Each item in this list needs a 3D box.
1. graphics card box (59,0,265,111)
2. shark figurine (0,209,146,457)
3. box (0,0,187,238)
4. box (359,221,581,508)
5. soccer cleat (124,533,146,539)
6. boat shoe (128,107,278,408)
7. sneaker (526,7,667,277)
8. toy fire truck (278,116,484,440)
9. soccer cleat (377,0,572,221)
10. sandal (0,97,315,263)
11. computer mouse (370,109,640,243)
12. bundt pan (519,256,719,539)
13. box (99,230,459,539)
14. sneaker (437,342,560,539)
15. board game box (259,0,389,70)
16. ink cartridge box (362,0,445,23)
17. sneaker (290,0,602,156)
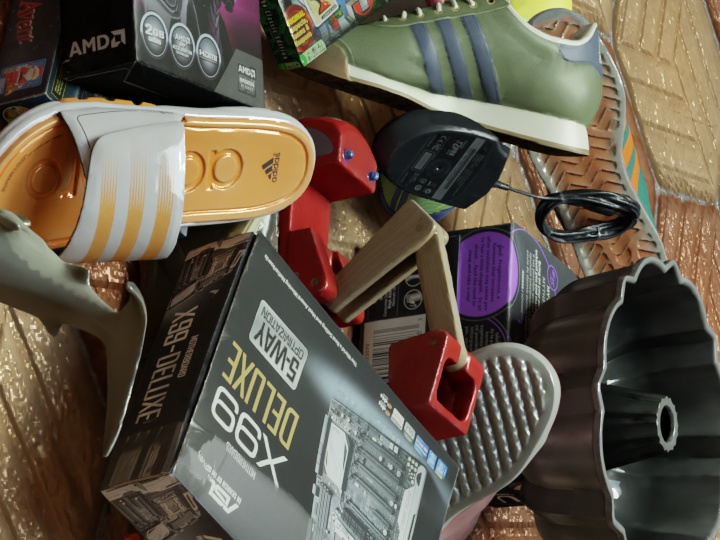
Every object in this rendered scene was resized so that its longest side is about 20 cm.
[{"bbox_3d":[-0.105,-0.184,1.376,0.125,0.051,0.201,19,66,-59],"label":"graphics card box"},{"bbox_3d":[-0.184,0.004,1.198,0.090,0.214,0.128,-56,178,-2],"label":"shark figurine"},{"bbox_3d":[-0.126,-0.134,1.413,0.137,0.038,0.201,47,42,-46],"label":"box"},{"bbox_3d":[0.089,0.064,1.683,0.200,0.106,0.123,36,52,-54],"label":"box"},{"bbox_3d":[-0.063,0.166,1.408,0.200,0.069,0.078,1,83,-65],"label":"soccer cleat"},{"bbox_3d":[-0.080,0.004,1.433,0.065,0.073,0.201,56,42,-52],"label":"boat shoe"},{"bbox_3d":[0.140,-0.074,1.692,0.080,0.071,0.201,-103,175,-73],"label":"sneaker"},{"bbox_3d":[0.000,0.000,1.497,0.049,0.140,0.201,40,48,-51],"label":"toy fire truck"},{"bbox_3d":[0.079,-0.114,1.679,0.201,0.065,0.084,-56,172,-17],"label":"soccer cleat"},{"bbox_3d":[-0.096,-0.046,1.332,0.206,0.059,0.080,-9,114,-36],"label":"sandal"},{"bbox_3d":[0.088,-0.058,1.607,0.199,0.059,0.034,18,34,-35],"label":"computer mouse"},{"bbox_3d":[0.150,0.094,1.596,0.202,0.075,0.203,15,72,-60],"label":"bundt pan"},{"bbox_3d":[-0.036,0.105,1.349,0.200,0.050,0.158,51,40,-32],"label":"box"},{"bbox_3d":[0.049,0.110,1.536,0.075,0.201,0.105,39,22,5],"label":"sneaker"},{"bbox_3d":[-0.001,-0.208,1.555,0.200,0.023,0.105,-42,115,-41],"label":"board game box"},{"bbox_3d":[0.035,-0.241,1.705,0.200,0.082,0.147,-40,117,-58],"label":"ink cartridge box"},{"bbox_3d":[0.055,-0.136,1.599,0.067,0.199,0.090,-176,-78,-76],"label":"sneaker"}]
